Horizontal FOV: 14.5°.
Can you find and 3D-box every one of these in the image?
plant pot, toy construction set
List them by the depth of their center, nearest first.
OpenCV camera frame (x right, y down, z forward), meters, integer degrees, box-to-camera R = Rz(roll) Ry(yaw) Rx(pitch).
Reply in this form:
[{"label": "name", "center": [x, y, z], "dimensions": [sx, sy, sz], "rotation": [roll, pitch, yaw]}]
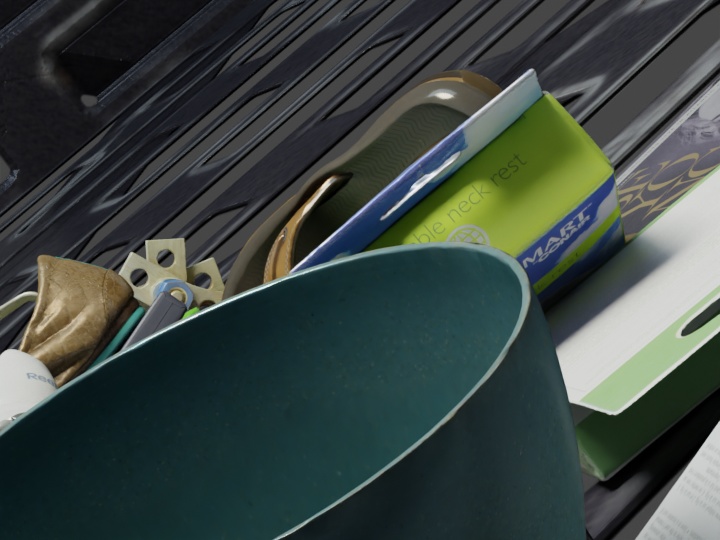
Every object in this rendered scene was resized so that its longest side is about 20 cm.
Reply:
[{"label": "plant pot", "center": [-0.016, 0.100, 0.799], "dimensions": [0.199, 0.135, 0.200], "rotation": [-24, 17, 8]}, {"label": "toy construction set", "center": [-0.054, 0.027, 1.461], "dimensions": [0.131, 0.092, 0.200], "rotation": [-39, 22, -8]}]

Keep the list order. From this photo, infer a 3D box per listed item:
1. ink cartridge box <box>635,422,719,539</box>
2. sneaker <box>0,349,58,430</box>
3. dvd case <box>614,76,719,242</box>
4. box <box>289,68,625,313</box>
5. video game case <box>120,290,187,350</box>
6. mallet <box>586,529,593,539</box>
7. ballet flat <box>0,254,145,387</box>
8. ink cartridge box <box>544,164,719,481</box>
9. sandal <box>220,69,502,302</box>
[{"label": "ink cartridge box", "center": [0.126, 0.084, 0.798], "dimensions": [0.200, 0.057, 0.163], "rotation": [-58, 11, 1]}, {"label": "sneaker", "center": [-0.197, 0.115, 1.264], "dimensions": [0.200, 0.075, 0.087], "rotation": [-38, 30, 15]}, {"label": "dvd case", "center": [0.174, -0.058, 1.253], "dimensions": [0.149, 0.016, 0.200], "rotation": [-43, 12, -24]}, {"label": "box", "center": [0.045, 0.004, 1.097], "dimensions": [0.122, 0.048, 0.200], "rotation": [-41, -16, -3]}, {"label": "video game case", "center": [-0.145, 0.100, 1.386], "dimensions": [0.143, 0.019, 0.200], "rotation": [-57, 1, -24]}, {"label": "mallet", "center": [0.032, 0.075, 1.020], "dimensions": [0.041, 0.066, 0.200], "rotation": [-40, 11, -5]}, {"label": "ballet flat", "center": [-0.182, 0.075, 1.346], "dimensions": [0.200, 0.072, 0.068], "rotation": [-57, -1, -13]}, {"label": "ink cartridge box", "center": [0.128, 0.014, 1.010], "dimensions": [0.145, 0.048, 0.200], "rotation": [-39, 11, -7]}, {"label": "sandal", "center": [0.000, 0.000, 1.162], "dimensions": [0.200, 0.082, 0.055], "rotation": [-45, 7, 37]}]
